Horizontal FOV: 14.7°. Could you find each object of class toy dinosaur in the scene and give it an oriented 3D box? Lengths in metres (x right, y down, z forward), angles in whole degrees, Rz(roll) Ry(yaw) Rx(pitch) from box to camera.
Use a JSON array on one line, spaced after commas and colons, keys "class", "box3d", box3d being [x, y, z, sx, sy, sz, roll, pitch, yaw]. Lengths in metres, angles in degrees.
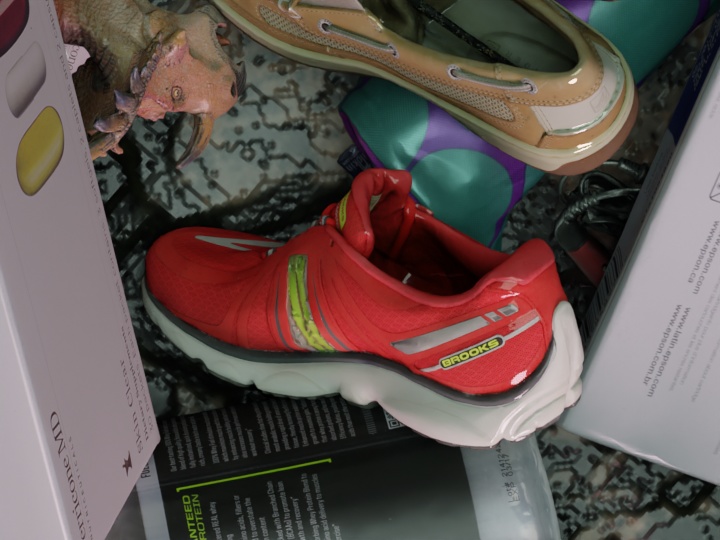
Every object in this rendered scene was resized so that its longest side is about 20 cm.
[{"class": "toy dinosaur", "box3d": [-0.149, -0.081, 1.006, 0.200, 0.086, 0.136, -16, 100, 1]}]

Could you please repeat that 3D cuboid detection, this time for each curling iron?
[{"class": "curling iron", "box3d": [0.139, 0.033, 1.087, 0.050, 0.026, 0.200, -28, 118, 19]}]

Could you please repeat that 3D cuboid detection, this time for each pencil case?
[{"class": "pencil case", "box3d": [0.082, -0.095, 1.077, 0.200, 0.085, 0.092, -45, 132, -3]}]

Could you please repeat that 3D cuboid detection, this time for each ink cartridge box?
[{"class": "ink cartridge box", "box3d": [0.198, 0.000, 1.028, 0.200, 0.041, 0.200, 21, 107, -8]}]

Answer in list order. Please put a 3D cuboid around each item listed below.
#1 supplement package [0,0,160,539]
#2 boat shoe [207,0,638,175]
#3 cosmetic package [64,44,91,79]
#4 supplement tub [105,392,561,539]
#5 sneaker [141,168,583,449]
[{"class": "supplement package", "box3d": [-0.173, 0.001, 0.947, 0.155, 0.111, 0.200, -6, 113, 15]}, {"class": "boat shoe", "box3d": [0.010, -0.107, 1.008, 0.200, 0.076, 0.072, 25, 79, 24]}, {"class": "cosmetic package", "box3d": [-0.165, -0.017, 1.071, 0.082, 0.051, 0.200, 18, 91, -8]}, {"class": "supplement tub", "box3d": [-0.030, 0.109, 1.056, 0.199, 0.123, 0.123, -10, 94, -5]}, {"class": "sneaker", "box3d": [0.000, 0.000, 1.033, 0.077, 0.200, 0.085, -32, 124, -44]}]
